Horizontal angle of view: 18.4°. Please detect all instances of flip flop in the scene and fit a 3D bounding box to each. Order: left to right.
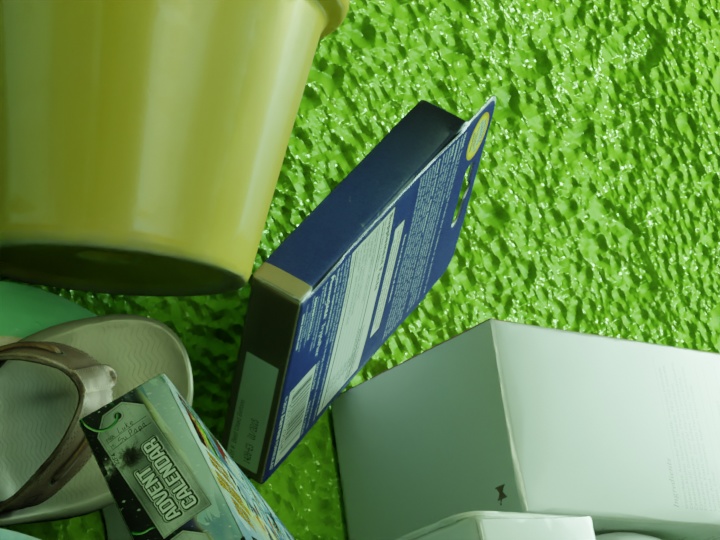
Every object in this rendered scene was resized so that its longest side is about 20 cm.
[{"bbox_3d":[-0.141,0.061,0.889,0.200,0.058,0.081,-10,76,-45],"label":"flip flop"}]

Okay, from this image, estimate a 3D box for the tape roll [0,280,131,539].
[{"bbox_3d":[-0.151,0.106,0.935,0.200,0.048,0.201,21,56,-34],"label":"tape roll"}]

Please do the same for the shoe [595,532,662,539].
[{"bbox_3d":[0.176,0.195,1.058,0.200,0.091,0.072,34,93,-34],"label":"shoe"}]

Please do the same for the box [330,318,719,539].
[{"bbox_3d":[0.103,0.099,1.118,0.199,0.124,0.098,9,63,-40],"label":"box"}]

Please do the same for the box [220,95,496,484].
[{"bbox_3d":[0.000,0.000,1.081,0.032,0.121,0.200,28,43,16],"label":"box"}]

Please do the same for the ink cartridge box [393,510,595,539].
[{"bbox_3d":[0.049,0.222,0.990,0.085,0.147,0.201,7,65,-43],"label":"ink cartridge box"}]

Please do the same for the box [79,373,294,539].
[{"bbox_3d":[-0.036,0.138,0.854,0.137,0.040,0.200,60,-1,28],"label":"box"}]

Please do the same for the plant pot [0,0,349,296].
[{"bbox_3d":[-0.106,-0.091,0.986,0.200,0.200,0.190,12,78,-39],"label":"plant pot"}]

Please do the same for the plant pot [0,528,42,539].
[{"bbox_3d":[-0.173,0.208,0.760,0.200,0.188,0.201,20,58,-35],"label":"plant pot"}]
